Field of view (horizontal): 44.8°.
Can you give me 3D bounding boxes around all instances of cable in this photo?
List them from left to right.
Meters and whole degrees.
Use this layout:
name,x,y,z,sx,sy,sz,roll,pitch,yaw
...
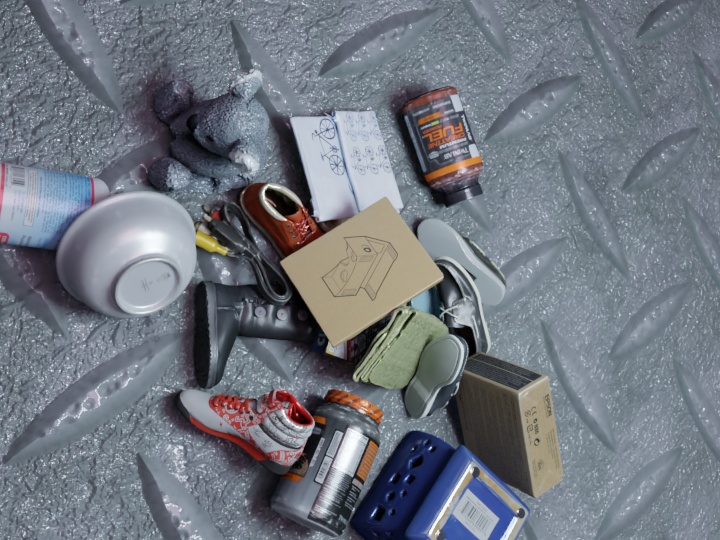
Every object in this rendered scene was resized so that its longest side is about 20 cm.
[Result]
name,x,y,z,sx,sy,sz,roll,pitch,yaw
cable,-0.180,-0.029,1.354,0.200,0.050,0.097,43,48,-7

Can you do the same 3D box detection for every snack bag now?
name,x,y,z,sx,sy,sz,roll,pitch,yaw
snack bag,-0.023,-0.179,1.458,0.200,0.021,0.189,-9,81,-43

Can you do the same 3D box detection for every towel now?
name,x,y,z,sx,sy,sz,roll,pitch,yaw
towel,0.066,0.124,1.392,0.036,0.200,0.148,41,97,25

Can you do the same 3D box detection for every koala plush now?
name,x,y,z,sx,sy,sz,roll,pitch,yaw
koala plush,-0.198,-0.207,1.297,0.184,0.200,0.178,7,78,-28

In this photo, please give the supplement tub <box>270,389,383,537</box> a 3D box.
name,x,y,z,sx,sy,sz,roll,pitch,yaw
supplement tub,-0.046,0.293,1.341,0.122,0.122,0.200,33,67,-20

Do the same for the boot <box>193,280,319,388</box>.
name,x,y,z,sx,sy,sz,roll,pitch,yaw
boot,-0.153,0.100,1.354,0.200,0.066,0.165,5,81,-33

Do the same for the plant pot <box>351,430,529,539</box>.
name,x,y,z,sx,sy,sz,roll,pitch,yaw
plant pot,0.139,0.393,1.394,0.200,0.180,0.200,45,65,-15

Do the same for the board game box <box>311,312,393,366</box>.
name,x,y,z,sx,sy,sz,roll,pitch,yaw
board game box,0.002,0.051,1.414,0.135,0.035,0.200,26,75,-45

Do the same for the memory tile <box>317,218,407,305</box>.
name,x,y,z,sx,sy,sz,roll,pitch,yaw
memory tile,0.004,-0.017,1.481,0.153,0.017,0.200,-6,85,-29

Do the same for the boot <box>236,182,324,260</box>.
name,x,y,z,sx,sy,sz,roll,pitch,yaw
boot,-0.101,-0.063,1.378,0.200,0.107,0.075,42,70,-18

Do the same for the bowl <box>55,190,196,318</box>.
name,x,y,z,sx,sy,sz,roll,pitch,yaw
bowl,-0.306,-0.002,1.202,0.201,0.201,0.090,-12,43,-30

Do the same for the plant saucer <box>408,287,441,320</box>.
name,x,y,z,sx,sy,sz,roll,pitch,yaw
plant saucer,0.113,0.086,1.517,0.070,0.019,0.200,-2,84,-37

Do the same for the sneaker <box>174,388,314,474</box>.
name,x,y,z,sx,sy,sz,roll,pitch,yaw
sneaker,-0.164,0.203,1.276,0.201,0.108,0.067,33,22,0

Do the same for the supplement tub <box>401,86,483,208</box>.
name,x,y,z,sx,sy,sz,roll,pitch,yaw
supplement tub,0.152,-0.215,1.544,0.107,0.107,0.200,-21,92,-30

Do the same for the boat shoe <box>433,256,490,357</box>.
name,x,y,z,sx,sy,sz,roll,pitch,yaw
boat shoe,0.168,0.071,1.505,0.068,0.072,0.200,-37,111,-48

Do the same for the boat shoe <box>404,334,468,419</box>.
name,x,y,z,sx,sy,sz,roll,pitch,yaw
boat shoe,0.133,0.168,1.432,0.060,0.200,0.076,-14,60,-34

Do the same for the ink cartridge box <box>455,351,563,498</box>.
name,x,y,z,sx,sy,sz,roll,pitch,yaw
ink cartridge box,0.242,0.252,1.450,0.075,0.165,0.200,-25,114,-29

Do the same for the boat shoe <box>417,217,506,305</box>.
name,x,y,z,sx,sy,sz,roll,pitch,yaw
boat shoe,0.182,-0.021,1.557,0.200,0.071,0.064,46,31,-6

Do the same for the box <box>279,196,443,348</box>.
name,x,y,z,sx,sy,sz,roll,pitch,yaw
box,0.000,0.000,1.338,0.200,0.021,0.164,-32,71,-8

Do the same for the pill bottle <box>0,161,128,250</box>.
name,x,y,z,sx,sy,sz,roll,pitch,yaw
pill bottle,-0.416,-0.082,1.209,0.200,0.109,0.109,8,78,-27
